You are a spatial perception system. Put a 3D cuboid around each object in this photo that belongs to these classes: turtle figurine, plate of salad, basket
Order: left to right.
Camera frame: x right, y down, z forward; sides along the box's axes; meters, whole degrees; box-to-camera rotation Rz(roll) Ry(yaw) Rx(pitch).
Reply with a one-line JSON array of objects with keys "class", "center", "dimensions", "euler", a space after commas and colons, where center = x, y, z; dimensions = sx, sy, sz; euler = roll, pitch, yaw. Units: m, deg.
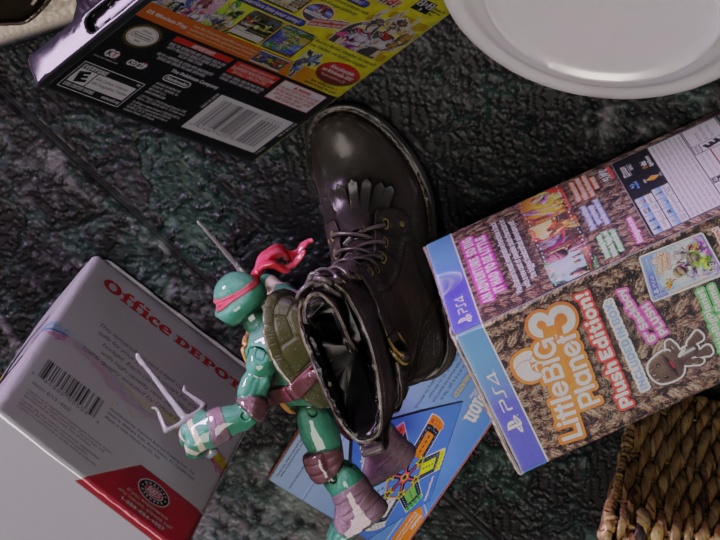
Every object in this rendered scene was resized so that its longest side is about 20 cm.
[{"class": "turtle figurine", "center": [-0.050, 0.066, 1.728], "dimensions": [0.101, 0.150, 0.200], "euler": [-22, 110, 49]}, {"class": "plate of salad", "center": [0.144, -0.174, 1.622], "dimensions": [0.200, 0.048, 0.200], "euler": [7, 143, 6]}, {"class": "basket", "center": [0.219, 0.179, 1.705], "dimensions": [0.149, 0.200, 0.143], "euler": [10, 117, 7]}]

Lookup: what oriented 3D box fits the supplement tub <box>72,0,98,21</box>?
[{"class": "supplement tub", "center": [-0.112, -0.220, 1.637], "dimensions": [0.107, 0.107, 0.200], "euler": [19, 118, 3]}]

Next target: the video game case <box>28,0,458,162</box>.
[{"class": "video game case", "center": [-0.063, -0.142, 1.635], "dimensions": [0.181, 0.200, 0.026], "euler": [-35, 60, 25]}]

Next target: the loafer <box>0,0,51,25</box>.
[{"class": "loafer", "center": [-0.257, -0.195, 1.661], "dimensions": [0.200, 0.071, 0.073], "euler": [28, 103, -38]}]

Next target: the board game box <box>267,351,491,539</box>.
[{"class": "board game box", "center": [0.031, 0.086, 1.806], "dimensions": [0.103, 0.019, 0.200], "euler": [32, 118, -2]}]

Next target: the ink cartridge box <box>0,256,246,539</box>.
[{"class": "ink cartridge box", "center": [-0.160, 0.103, 1.756], "dimensions": [0.146, 0.200, 0.083], "euler": [38, 120, -7]}]

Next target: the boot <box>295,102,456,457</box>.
[{"class": "boot", "center": [0.000, 0.000, 1.668], "dimensions": [0.069, 0.174, 0.200], "euler": [-20, 92, 18]}]

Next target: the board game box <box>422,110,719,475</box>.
[{"class": "board game box", "center": [0.152, 0.010, 1.632], "dimensions": [0.200, 0.159, 0.097], "euler": [-25, 109, 4]}]
